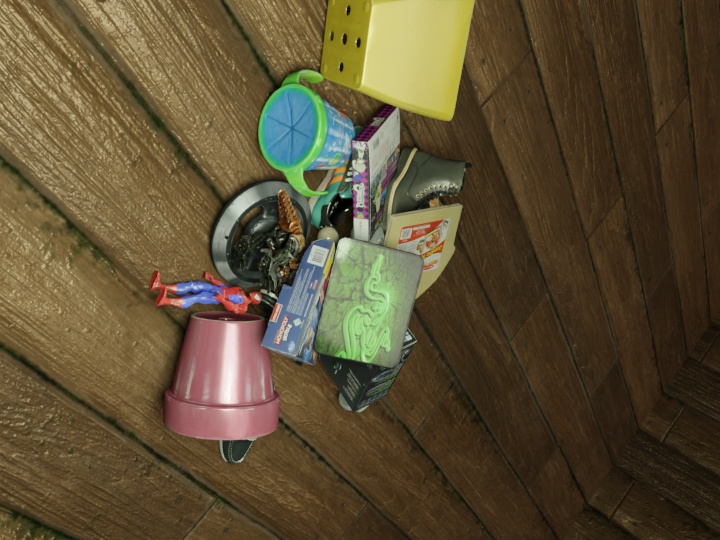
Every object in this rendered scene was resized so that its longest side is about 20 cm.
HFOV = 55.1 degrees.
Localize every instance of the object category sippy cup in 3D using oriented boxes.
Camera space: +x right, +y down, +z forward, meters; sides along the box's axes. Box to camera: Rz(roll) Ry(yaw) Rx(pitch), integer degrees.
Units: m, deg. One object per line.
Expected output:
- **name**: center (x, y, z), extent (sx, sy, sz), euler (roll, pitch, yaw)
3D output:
- **sippy cup**: center (-0.078, -0.224, 1.139), extent (0.129, 0.139, 0.181), euler (2, 119, -55)

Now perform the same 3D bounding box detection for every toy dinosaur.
- **toy dinosaur**: center (-0.139, -0.039, 1.155), extent (0.135, 0.100, 0.205), euler (-32, 120, -42)

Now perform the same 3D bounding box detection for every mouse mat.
- **mouse mat**: center (0.014, 0.057, 1.163), extent (0.157, 0.008, 0.205), euler (12, 99, -15)

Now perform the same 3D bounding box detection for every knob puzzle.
- **knob puzzle**: center (0.099, -0.027, 1.298), extent (0.216, 0.030, 0.224), euler (-25, 134, -28)

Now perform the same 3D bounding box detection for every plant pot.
- **plant pot**: center (0.044, -0.372, 1.134), extent (0.173, 0.199, 0.205), euler (-5, 115, -34)
- **plant pot**: center (-0.228, 0.167, 1.159), extent (0.197, 0.197, 0.184), euler (1, 95, -43)

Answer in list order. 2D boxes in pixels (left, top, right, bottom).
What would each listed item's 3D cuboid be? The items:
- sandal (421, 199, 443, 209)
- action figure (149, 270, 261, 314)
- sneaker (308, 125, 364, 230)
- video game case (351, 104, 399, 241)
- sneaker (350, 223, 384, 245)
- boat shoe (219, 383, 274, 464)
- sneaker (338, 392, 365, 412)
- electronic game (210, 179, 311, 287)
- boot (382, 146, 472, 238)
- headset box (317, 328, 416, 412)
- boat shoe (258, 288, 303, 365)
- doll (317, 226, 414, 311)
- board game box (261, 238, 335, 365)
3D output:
- **sandal**: center (0.147, -0.133, 1.426), extent (0.199, 0.054, 0.084), euler (32, 57, -48)
- **action figure**: center (-0.247, 0.038, 1.150), extent (0.197, 0.066, 0.052), euler (12, 117, -44)
- **sneaker**: center (-0.022, -0.161, 1.251), extent (0.071, 0.079, 0.203), euler (26, 91, -47)
- **video game case**: center (0.031, -0.181, 1.253), extent (0.201, 0.035, 0.185), euler (-59, 152, -55)
- **sneaker**: center (0.009, -0.029, 1.369), extent (0.201, 0.075, 0.105), euler (-48, 149, -6)
- **boat shoe**: center (-0.215, 0.285, 1.313), extent (0.074, 0.060, 0.205), euler (0, 111, -43)
- **sneaker**: center (0.029, 0.223, 1.518), extent (0.201, 0.073, 0.071), euler (-49, 145, 0)
- **electronic game**: center (-0.168, -0.061, 1.191), extent (0.197, 0.041, 0.204), euler (-25, 133, -29)
- **boot**: center (0.124, -0.140, 1.293), extent (0.078, 0.135, 0.204), euler (71, 34, -63)
- **headset box**: center (-0.003, 0.143, 1.320), extent (0.091, 0.175, 0.202), euler (-18, 147, -34)
- **boat shoe**: center (-0.143, 0.112, 1.283), extent (0.067, 0.073, 0.201), euler (-55, 146, -20)
- **doll**: center (0.000, 0.000, 1.215), extent (0.199, 0.136, 0.049), euler (41, 62, -4)
- **board game box**: center (-0.095, 0.076, 1.177), extent (0.201, 0.060, 0.204), euler (90, 17, -65)
